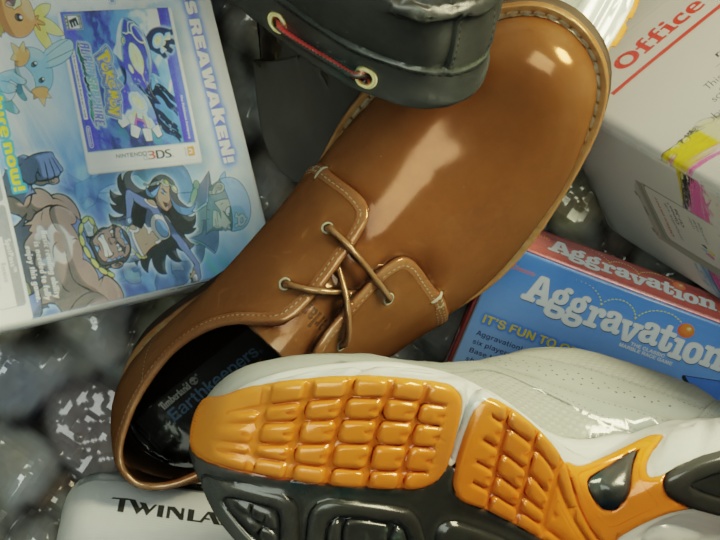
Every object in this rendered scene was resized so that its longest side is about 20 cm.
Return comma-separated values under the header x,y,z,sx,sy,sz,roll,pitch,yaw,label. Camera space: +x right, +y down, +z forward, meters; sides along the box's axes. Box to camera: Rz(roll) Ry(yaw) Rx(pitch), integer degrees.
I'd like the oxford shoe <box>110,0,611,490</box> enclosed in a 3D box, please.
x,y,z,sx,sy,sz,roll,pitch,yaw,label
0.000,0.000,0.747,0.071,0.071,0.200,42,108,-6,oxford shoe

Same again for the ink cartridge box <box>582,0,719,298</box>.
x,y,z,sx,sy,sz,roll,pitch,yaw,label
0.146,-0.047,0.789,0.116,0.200,0.068,-38,129,-12,ink cartridge box

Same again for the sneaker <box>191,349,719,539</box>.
x,y,z,sx,sy,sz,roll,pitch,yaw,label
0.037,0.057,0.735,0.200,0.092,0.076,11,106,-26,sneaker

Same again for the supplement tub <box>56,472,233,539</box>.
x,y,z,sx,sy,sz,roll,pitch,yaw,label
-0.002,0.136,0.790,0.200,0.123,0.123,7,88,-2,supplement tub

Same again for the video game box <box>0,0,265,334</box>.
x,y,z,sx,sy,sz,roll,pitch,yaw,label
-0.126,-0.078,0.778,0.182,0.047,0.200,-13,88,-42,video game box

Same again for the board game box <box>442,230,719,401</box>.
x,y,z,sx,sy,sz,roll,pitch,yaw,label
0.123,0.061,0.823,0.200,0.019,0.103,21,122,-2,board game box

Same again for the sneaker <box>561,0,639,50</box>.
x,y,z,sx,sy,sz,roll,pitch,yaw,label
0.054,-0.122,0.778,0.092,0.076,0.200,39,92,-24,sneaker

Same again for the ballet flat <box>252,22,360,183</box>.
x,y,z,sx,sy,sz,roll,pitch,yaw,label
-0.011,-0.125,0.838,0.067,0.046,0.200,-11,83,36,ballet flat

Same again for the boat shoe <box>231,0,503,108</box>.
x,y,z,sx,sy,sz,roll,pitch,yaw,label
-0.036,-0.114,0.738,0.074,0.063,0.201,-26,48,-35,boat shoe
